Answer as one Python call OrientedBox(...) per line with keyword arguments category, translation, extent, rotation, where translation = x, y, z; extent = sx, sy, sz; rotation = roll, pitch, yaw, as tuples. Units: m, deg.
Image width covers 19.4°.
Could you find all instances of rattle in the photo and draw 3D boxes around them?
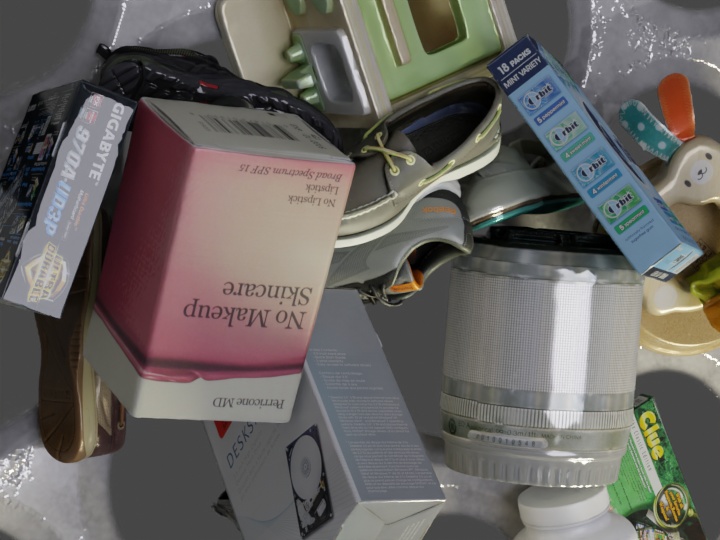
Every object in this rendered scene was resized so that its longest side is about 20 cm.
OrientedBox(category="rattle", translation=(0.281, -0.049, 1.733), extent=(0.130, 0.143, 0.201), rotation=(-2, 109, 1))

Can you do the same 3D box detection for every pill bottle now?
OrientedBox(category="pill bottle", translation=(0.191, 0.283, 1.797), extent=(0.112, 0.112, 0.201), rotation=(-18, 103, -25))

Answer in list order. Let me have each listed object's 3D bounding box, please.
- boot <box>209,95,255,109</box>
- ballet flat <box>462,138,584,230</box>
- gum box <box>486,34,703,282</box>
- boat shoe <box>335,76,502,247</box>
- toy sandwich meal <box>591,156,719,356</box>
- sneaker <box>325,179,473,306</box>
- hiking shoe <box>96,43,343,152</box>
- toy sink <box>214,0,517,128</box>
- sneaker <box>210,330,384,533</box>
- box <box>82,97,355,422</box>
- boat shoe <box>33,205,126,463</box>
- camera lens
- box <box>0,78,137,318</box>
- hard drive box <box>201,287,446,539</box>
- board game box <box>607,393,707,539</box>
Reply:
OrientedBox(category="boot", translation=(-0.092, -0.019, 1.579), extent=(0.153, 0.073, 0.204), rotation=(22, 98, -40))
OrientedBox(category="ballet flat", translation=(0.128, -0.074, 1.725), extent=(0.200, 0.069, 0.070), rotation=(-14, 103, -61))
OrientedBox(category="gum box", translation=(0.188, -0.085, 1.658), extent=(0.045, 0.170, 0.200), rotation=(-38, 79, 10))
OrientedBox(category="boat shoe", translation=(0.030, -0.085, 1.588), extent=(0.201, 0.072, 0.060), rotation=(-32, 150, -30))
OrientedBox(category="toy sandwich meal", translation=(0.289, -0.020, 1.849), extent=(0.204, 0.070, 0.206), rotation=(-4, 102, -17))
OrientedBox(category="sneaker", translation=(0.000, 0.000, 1.649), extent=(0.200, 0.080, 0.074), rotation=(-33, 150, 15))
OrientedBox(category="hiking shoe", translation=(-0.105, -0.131, 1.604), extent=(0.199, 0.101, 0.076), rotation=(20, 116, -21))
OrientedBox(category="toy sink", translation=(0.008, -0.188, 1.656), extent=(0.200, 0.112, 0.131), rotation=(-25, 105, -23))
OrientedBox(category="sneaker", translation=(-0.047, 0.126, 1.677), extent=(0.082, 0.075, 0.201), rotation=(30, 82, -28))
OrientedBox(category="box", translation=(-0.100, -0.006, 1.461), extent=(0.127, 0.109, 0.201), rotation=(4, 110, -29))
OrientedBox(category="boat shoe", translation=(-0.200, 0.045, 1.600), extent=(0.072, 0.072, 0.201), rotation=(-3, 95, -43))
OrientedBox(category="camera lens", translation=(0.148, 0.067, 1.726), extent=(0.159, 0.160, 0.201), rotation=(3, 93, -28))
OrientedBox(category="box", translation=(-0.225, -0.051, 1.498), extent=(0.046, 0.200, 0.159), rotation=(21, 84, -18))
OrientedBox(category="hard drive box", translation=(-0.032, 0.136, 1.534), extent=(0.077, 0.200, 0.156), rotation=(3, 135, -30))
OrientedBox(category="board game box", translation=(0.250, 0.222, 1.873), extent=(0.105, 0.023, 0.201), rotation=(-29, 108, -20))
